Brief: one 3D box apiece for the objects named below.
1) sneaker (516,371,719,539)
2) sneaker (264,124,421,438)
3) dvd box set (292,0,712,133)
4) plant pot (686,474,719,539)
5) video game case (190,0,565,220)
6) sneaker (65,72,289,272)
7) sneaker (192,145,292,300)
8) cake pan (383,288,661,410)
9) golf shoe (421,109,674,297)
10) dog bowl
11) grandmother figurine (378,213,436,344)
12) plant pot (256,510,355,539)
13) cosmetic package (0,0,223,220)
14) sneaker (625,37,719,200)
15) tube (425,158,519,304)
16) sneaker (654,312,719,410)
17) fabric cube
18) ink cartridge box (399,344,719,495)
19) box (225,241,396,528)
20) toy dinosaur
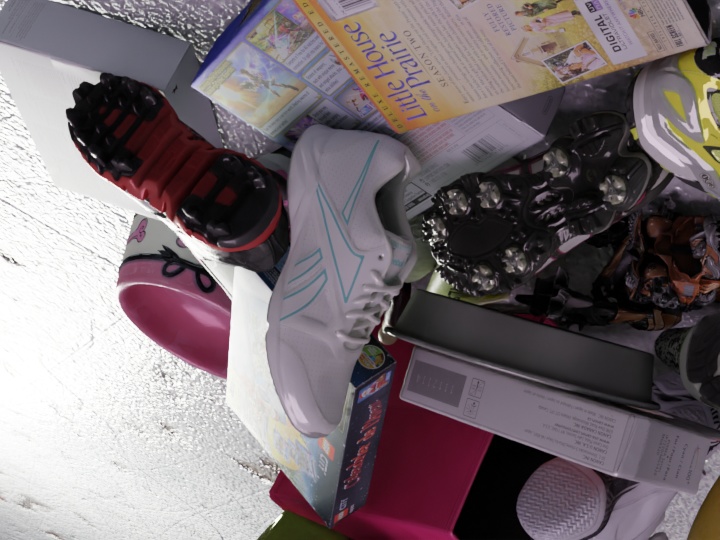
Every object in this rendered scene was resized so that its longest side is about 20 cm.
[{"bbox_3d":[0.221,0.159,1.214,0.115,0.199,0.075,52,-176,-45],"label":"sneaker"},{"bbox_3d":[-0.010,0.007,1.008,0.079,0.203,0.070,4,175,25],"label":"sneaker"},{"bbox_3d":[0.069,-0.151,0.852,0.198,0.030,0.146,-14,136,31],"label":"dvd box set"},{"bbox_3d":[0.335,0.188,1.160,0.198,0.200,0.143,14,129,24],"label":"plant pot"},{"bbox_3d":[0.005,-0.120,1.020,0.180,0.046,0.200,32,154,-15],"label":"video game case"},{"bbox_3d":[-0.121,-0.061,1.074,0.200,0.071,0.098,35,169,30],"label":"sneaker"},{"bbox_3d":[-0.061,-0.039,1.189,0.081,0.086,0.200,52,150,1],"label":"sneaker"},{"bbox_3d":[0.115,0.052,1.100,0.198,0.037,0.200,15,180,0],"label":"cake pan"},{"bbox_3d":[0.121,-0.039,0.982,0.199,0.088,0.078,-24,84,48],"label":"golf shoe"},{"bbox_3d":[-0.128,0.027,1.400,0.198,0.074,0.201,22,155,11],"label":"dog bowl"},{"bbox_3d":[0.000,0.000,1.247,0.121,0.061,0.200,45,149,-10],"label":"grandmother figurine"},{"bbox_3d":[-0.015,0.288,1.236,0.200,0.187,0.187,43,155,2],"label":"plant pot"},{"bbox_3d":[-0.184,-0.114,1.207,0.149,0.052,0.201,20,154,16],"label":"cosmetic package"},{"bbox_3d":[0.242,-0.055,0.884,0.199,0.076,0.076,30,153,-15],"label":"sneaker"},{"bbox_3d":[0.087,-0.012,1.143,0.058,0.052,0.200,27,156,7],"label":"tube"},{"bbox_3d":[0.287,0.073,1.096,0.199,0.078,0.088,24,179,-23],"label":"sneaker"},{"bbox_3d":[0.085,0.162,1.308,0.198,0.201,0.196,3,147,44],"label":"fabric cube"},{"bbox_3d":[0.156,0.106,1.095,0.175,0.045,0.199,17,179,-44],"label":"ink cartridge box"},{"bbox_3d":[-0.041,0.082,1.150,0.137,0.038,0.201,47,151,24],"label":"box"},{"bbox_3d":[0.181,0.008,1.054,0.134,0.103,0.201,15,137,-16],"label":"toy dinosaur"}]
